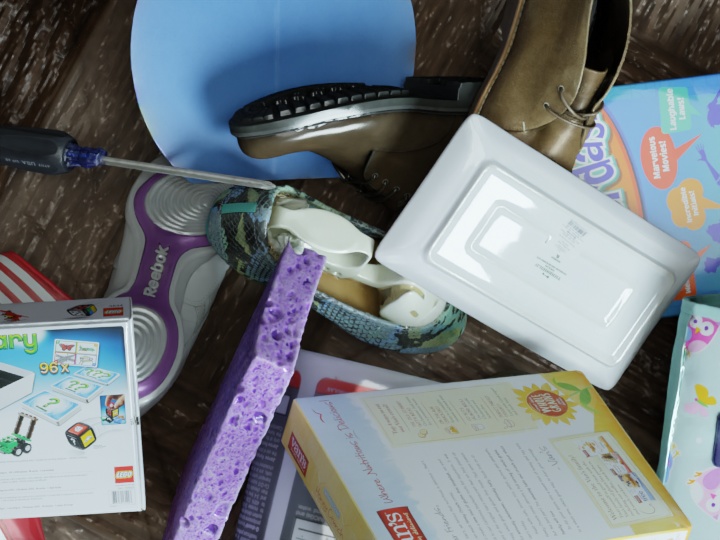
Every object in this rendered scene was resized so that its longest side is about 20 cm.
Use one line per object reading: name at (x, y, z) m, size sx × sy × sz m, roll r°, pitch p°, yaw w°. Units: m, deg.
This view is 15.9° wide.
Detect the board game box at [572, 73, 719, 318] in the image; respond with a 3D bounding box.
board game box at (0.201, -0.047, 1.652) m, size 0.200 × 0.045 × 0.152 m, roll -8°, pitch 91°, yaw -8°

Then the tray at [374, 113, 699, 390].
tray at (0.114, -0.005, 1.571) m, size 0.200 × 0.022 × 0.107 m, roll 30°, pitch 99°, yaw -30°

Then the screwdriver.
screwdriver at (-0.141, -0.068, 1.557) m, size 0.200 × 0.028 × 0.029 m, roll 5°, pitch 109°, yaw 25°

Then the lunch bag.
lunch bag at (0.277, 0.102, 1.602) m, size 0.200 × 0.122 × 0.171 m, roll 3°, pitch 100°, yaw -22°

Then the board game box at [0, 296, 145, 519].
board game box at (-0.227, 0.083, 1.489) m, size 0.199 × 0.035 × 0.127 m, roll -3°, pitch 114°, yaw -3°

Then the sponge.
sponge at (-0.073, 0.091, 1.525) m, size 0.030 × 0.112 × 0.200 m, roll 21°, pitch 126°, yaw -6°

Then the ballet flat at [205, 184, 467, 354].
ballet flat at (0.000, 0.000, 1.574) m, size 0.200 × 0.074 × 0.074 m, roll 20°, pitch 87°, yaw -32°

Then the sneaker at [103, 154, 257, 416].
sneaker at (-0.126, 0.007, 1.589) m, size 0.075 × 0.100 × 0.200 m, roll 25°, pitch 63°, yaw -1°

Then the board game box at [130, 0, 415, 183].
board game box at (-0.060, -0.136, 1.599) m, size 0.200 × 0.039 × 0.158 m, roll -4°, pitch 100°, yaw -30°

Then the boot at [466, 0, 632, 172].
boot at (0.116, -0.098, 1.574) m, size 0.073 × 0.075 × 0.200 m, roll 11°, pitch 90°, yaw -31°

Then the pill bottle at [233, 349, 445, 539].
pill bottle at (-0.017, 0.156, 1.581) m, size 0.116 × 0.116 × 0.200 m, roll 14°, pitch 88°, yaw -9°

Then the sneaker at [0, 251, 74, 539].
sneaker at (-0.201, 0.082, 1.572) m, size 0.115 × 0.078 × 0.200 m, roll -22°, pitch 94°, yaw -7°

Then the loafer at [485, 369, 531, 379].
loafer at (0.129, 0.157, 1.632) m, size 0.076 × 0.067 × 0.200 m, roll -27°, pitch 78°, yaw -11°

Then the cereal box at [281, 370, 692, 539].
cereal box at (0.071, 0.123, 1.483) m, size 0.200 × 0.144 × 0.040 m, roll -5°, pitch 131°, yaw -27°

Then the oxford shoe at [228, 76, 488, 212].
oxford shoe at (0.010, -0.075, 1.584) m, size 0.200 × 0.073 × 0.085 m, roll -3°, pitch 101°, yaw -31°
